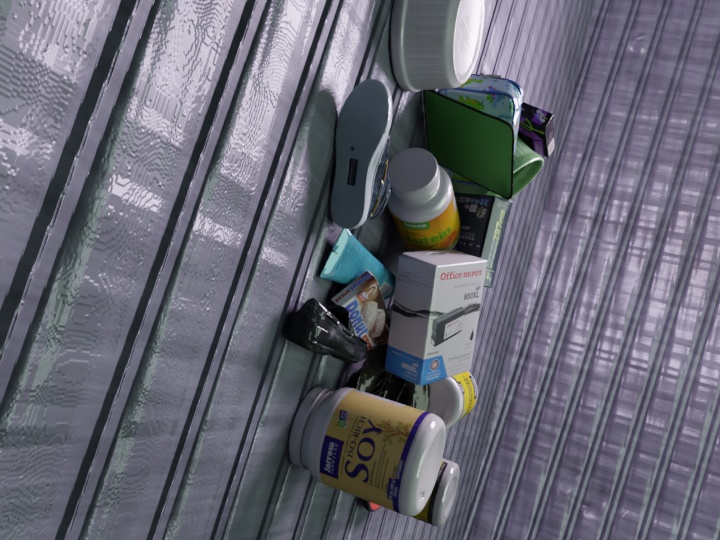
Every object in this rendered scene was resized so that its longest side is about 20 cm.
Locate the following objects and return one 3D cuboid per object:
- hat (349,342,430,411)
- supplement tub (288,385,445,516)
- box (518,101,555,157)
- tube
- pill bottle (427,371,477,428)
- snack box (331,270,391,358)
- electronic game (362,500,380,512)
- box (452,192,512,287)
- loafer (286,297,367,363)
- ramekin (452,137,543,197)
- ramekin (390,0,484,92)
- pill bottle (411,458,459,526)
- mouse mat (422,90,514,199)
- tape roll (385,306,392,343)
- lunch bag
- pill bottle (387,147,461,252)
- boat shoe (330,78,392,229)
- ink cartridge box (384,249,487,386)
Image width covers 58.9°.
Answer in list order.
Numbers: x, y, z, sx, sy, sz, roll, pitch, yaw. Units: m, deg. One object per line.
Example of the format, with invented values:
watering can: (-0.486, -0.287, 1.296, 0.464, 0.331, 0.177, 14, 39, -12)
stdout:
hat: (0.032, 0.224, 1.112, 0.200, 0.081, 0.202, 4, 84, -47)
supplement tub: (0.011, 0.256, 0.933, 0.145, 0.199, 0.147, 13, 90, -69)
box: (0.313, -0.319, 1.347, 0.036, 0.199, 0.143, -56, 156, -3)
tube: (0.000, 0.000, 0.971, 0.200, 0.050, 0.078, 34, 76, -63)
pill bottle: (0.167, 0.242, 1.252, 0.200, 0.111, 0.113, 5, 98, -68)
snack box: (0.008, 0.075, 1.009, 0.072, 0.024, 0.200, -38, 150, -10)
electronic game: (0.052, 0.401, 1.329, 0.200, 0.041, 0.202, 13, 90, -69)
box: (0.180, -0.063, 1.183, 0.051, 0.200, 0.159, 11, 94, -31)
loafer: (-0.034, 0.086, 0.900, 0.071, 0.068, 0.200, -64, 154, -4)
ramekin: (0.279, -0.203, 1.352, 0.199, 0.098, 0.200, -34, 165, -10)
ramekin: (0.127, -0.379, 0.995, 0.202, 0.094, 0.204, 13, 90, -68)
pill bottle: (0.066, 0.366, 1.131, 0.111, 0.199, 0.112, -46, 143, -51)
mouse mat: (0.186, -0.220, 1.108, 0.008, 0.200, 0.162, -39, 143, -23)
tape roll: (0.090, 0.158, 1.252, 0.200, 0.066, 0.202, 13, 90, -68)
lunch bag: (0.210, -0.261, 1.182, 0.083, 0.160, 0.201, -61, 156, -45)
pill bottle: (0.103, -0.112, 1.067, 0.200, 0.110, 0.112, 60, 48, -60)
boat shoe: (0.009, -0.160, 0.877, 0.091, 0.070, 0.202, -30, 136, -63)
ink cartridge box: (0.126, 0.073, 1.063, 0.144, 0.084, 0.202, -7, 108, -45)
